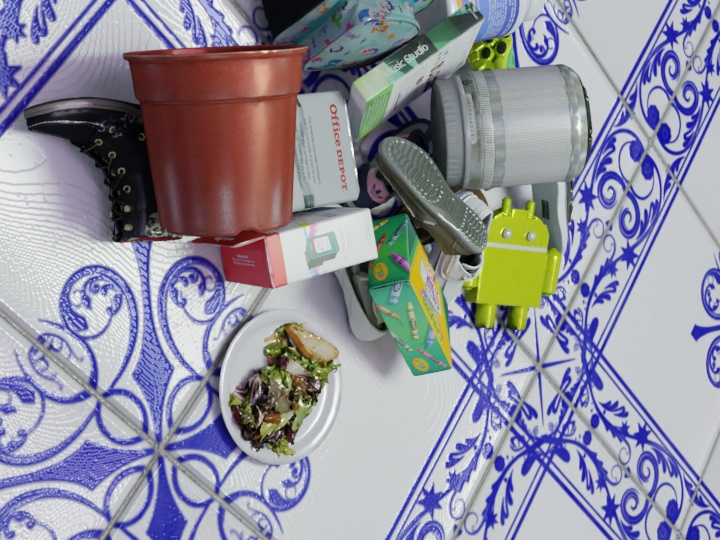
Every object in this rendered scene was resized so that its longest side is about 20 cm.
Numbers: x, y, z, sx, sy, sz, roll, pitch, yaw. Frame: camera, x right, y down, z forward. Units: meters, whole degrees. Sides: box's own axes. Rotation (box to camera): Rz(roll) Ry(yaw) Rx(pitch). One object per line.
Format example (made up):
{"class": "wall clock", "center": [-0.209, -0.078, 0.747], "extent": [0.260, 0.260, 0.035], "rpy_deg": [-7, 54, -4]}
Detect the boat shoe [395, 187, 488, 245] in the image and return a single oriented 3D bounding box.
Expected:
{"class": "boat shoe", "center": [0.106, -0.078, 1.690], "extent": [0.200, 0.063, 0.073], "rpy_deg": [-20, 76, -43]}

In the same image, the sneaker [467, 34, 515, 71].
{"class": "sneaker", "center": [0.204, -0.281, 1.751], "extent": [0.084, 0.074, 0.200], "rpy_deg": [68, 13, -56]}

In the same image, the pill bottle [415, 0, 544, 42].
{"class": "pill bottle", "center": [0.168, -0.387, 1.700], "extent": [0.200, 0.112, 0.112], "rpy_deg": [-17, 100, -34]}

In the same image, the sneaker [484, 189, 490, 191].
{"class": "sneaker", "center": [0.229, -0.201, 1.791], "extent": [0.200, 0.073, 0.114], "rpy_deg": [-25, 86, -52]}

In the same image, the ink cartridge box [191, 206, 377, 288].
{"class": "ink cartridge box", "center": [-0.094, -0.027, 1.455], "extent": [0.200, 0.116, 0.067], "rpy_deg": [-17, 103, -33]}

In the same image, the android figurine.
{"class": "android figurine", "center": [0.225, -0.010, 1.774], "extent": [0.182, 0.041, 0.200], "rpy_deg": [7, 94, -30]}

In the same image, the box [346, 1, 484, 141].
{"class": "box", "center": [0.068, -0.263, 1.563], "extent": [0.200, 0.144, 0.036], "rpy_deg": [-38, 82, -15]}

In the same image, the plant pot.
{"class": "plant pot", "center": [-0.152, -0.145, 1.294], "extent": [0.201, 0.201, 0.196], "rpy_deg": [-15, 108, -41]}

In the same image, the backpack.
{"class": "backpack", "center": [-0.004, -0.346, 1.508], "extent": [0.200, 0.177, 0.151], "rpy_deg": [-19, 85, -44]}

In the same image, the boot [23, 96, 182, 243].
{"class": "boot", "center": [-0.279, -0.111, 1.324], "extent": [0.203, 0.073, 0.154], "rpy_deg": [1, 85, -47]}

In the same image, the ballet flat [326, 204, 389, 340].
{"class": "ballet flat", "center": [0.000, 0.000, 1.580], "extent": [0.069, 0.069, 0.200], "rpy_deg": [-27, 106, -39]}

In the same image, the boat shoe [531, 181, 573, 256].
{"class": "boat shoe", "center": [0.299, -0.097, 1.812], "extent": [0.066, 0.070, 0.200], "rpy_deg": [-41, 138, -32]}

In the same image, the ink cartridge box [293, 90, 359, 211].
{"class": "ink cartridge box", "center": [-0.109, -0.143, 1.476], "extent": [0.200, 0.083, 0.147], "rpy_deg": [-12, 96, -40]}

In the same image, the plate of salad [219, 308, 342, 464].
{"class": "plate of salad", "center": [-0.093, 0.149, 1.504], "extent": [0.200, 0.048, 0.200], "rpy_deg": [1, 88, -42]}

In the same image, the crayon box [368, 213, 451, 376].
{"class": "crayon box", "center": [0.067, 0.035, 1.573], "extent": [0.200, 0.058, 0.119], "rpy_deg": [62, 20, -46]}

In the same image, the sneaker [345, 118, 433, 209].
{"class": "sneaker", "center": [0.062, -0.149, 1.628], "extent": [0.200, 0.082, 0.070], "rpy_deg": [-47, 115, -33]}

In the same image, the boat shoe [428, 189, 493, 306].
{"class": "boat shoe", "center": [0.138, -0.016, 1.646], "extent": [0.074, 0.065, 0.200], "rpy_deg": [-28, 142, -35]}

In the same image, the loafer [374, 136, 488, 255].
{"class": "loafer", "center": [0.082, -0.088, 1.548], "extent": [0.200, 0.070, 0.075], "rpy_deg": [48, 43, -14]}

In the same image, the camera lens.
{"class": "camera lens", "center": [0.204, -0.194, 1.593], "extent": [0.200, 0.160, 0.160], "rpy_deg": [-5, 92, -4]}
